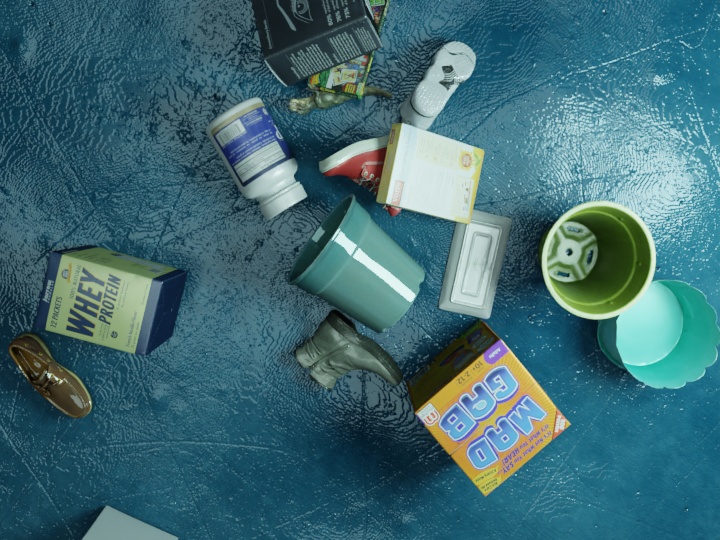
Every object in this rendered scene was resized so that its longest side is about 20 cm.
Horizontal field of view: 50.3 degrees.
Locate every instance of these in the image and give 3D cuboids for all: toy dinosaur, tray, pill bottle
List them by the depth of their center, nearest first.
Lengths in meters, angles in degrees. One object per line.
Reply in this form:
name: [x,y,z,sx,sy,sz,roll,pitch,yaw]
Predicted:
pill bottle: [-0.185,-0.201,1.409,0.119,0.120,0.202,-30,96,2]
toy dinosaur: [-0.044,-0.349,1.437,0.197,0.047,0.090,-12,100,-5]
tray: [0.223,-0.013,1.486,0.106,0.022,0.203,12,96,-3]

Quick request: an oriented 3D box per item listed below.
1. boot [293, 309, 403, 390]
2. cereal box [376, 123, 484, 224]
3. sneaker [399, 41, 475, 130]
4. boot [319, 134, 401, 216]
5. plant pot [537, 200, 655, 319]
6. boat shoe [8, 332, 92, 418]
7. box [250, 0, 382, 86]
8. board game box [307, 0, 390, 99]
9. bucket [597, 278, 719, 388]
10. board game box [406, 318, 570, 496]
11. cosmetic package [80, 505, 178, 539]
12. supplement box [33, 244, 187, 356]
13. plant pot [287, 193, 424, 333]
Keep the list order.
boot: [-0.024,0.183,1.487,0.199,0.068,0.131,40,99,3]
cereal box: [0.131,-0.175,1.409,0.198,0.039,0.146,12,91,-31]
sneaker: [0.136,-0.337,1.427,0.075,0.115,0.201,38,60,-5]
boot: [0.017,-0.161,1.392,0.072,0.199,0.146,-13,97,44]
plant pot: [0.405,-0.028,1.403,0.197,0.190,0.203,0,96,-2]
boat shoe: [-0.600,0.209,1.470,0.072,0.068,0.201,-40,95,3]
box: [-0.079,-0.442,1.352,0.197,0.104,0.150,-18,71,14]
board game box: [-0.021,-0.419,1.402,0.103,0.023,0.203,13,81,15]
bucket: [0.553,0.111,1.448,0.204,0.135,0.211,0,95,-1]
board game box: [0.227,0.245,1.422,0.199,0.200,0.200,-40,95,4]
cosmetic package: [-0.475,0.601,1.464,0.166,0.166,0.202,25,96,-4]
supplement box: [-0.443,0.048,1.389,0.197,0.200,0.136,15,95,-1]
plant pot: [0.000,0.000,1.406,0.195,0.200,0.201,37,94,-12]
